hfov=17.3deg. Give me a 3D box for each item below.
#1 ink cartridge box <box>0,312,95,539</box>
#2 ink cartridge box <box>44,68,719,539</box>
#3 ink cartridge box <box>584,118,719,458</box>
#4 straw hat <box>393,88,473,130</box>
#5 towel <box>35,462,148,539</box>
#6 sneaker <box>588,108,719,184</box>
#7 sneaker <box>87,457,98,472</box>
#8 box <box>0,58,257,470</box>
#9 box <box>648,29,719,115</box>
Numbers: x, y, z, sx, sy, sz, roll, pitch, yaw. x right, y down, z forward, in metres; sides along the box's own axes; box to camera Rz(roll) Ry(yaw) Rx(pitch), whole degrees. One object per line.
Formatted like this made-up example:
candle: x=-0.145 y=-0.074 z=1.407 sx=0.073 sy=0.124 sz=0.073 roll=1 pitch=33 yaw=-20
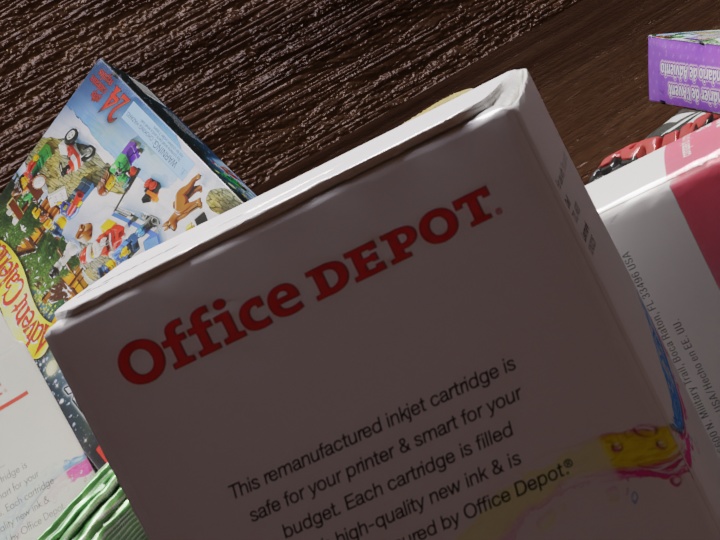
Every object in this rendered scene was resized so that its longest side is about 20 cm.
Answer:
ink cartridge box: x=-0.183 y=0.111 z=1.083 sx=0.116 sy=0.201 sz=0.067 roll=-30 pitch=8 yaw=-23
ink cartridge box: x=0.025 y=0.064 z=0.669 sx=0.144 sy=0.201 sz=0.084 roll=-25 pitch=8 yaw=13
ink cartridge box: x=0.080 y=0.051 z=0.759 sx=0.199 sy=0.147 sz=0.083 roll=-26 pitch=7 yaw=13
straw hat: x=0.000 y=0.000 z=1.203 sx=0.201 sy=0.085 sz=0.201 roll=-36 pitch=8 yaw=6
towel: x=-0.082 y=0.100 z=0.996 sx=0.200 sy=0.023 sz=0.153 roll=-52 pitch=-18 yaw=-30
sneaker: x=0.218 y=-0.068 z=1.347 sx=0.098 sy=0.071 sz=0.200 roll=-35 pitch=9 yaw=-32
sneaker: x=-0.144 y=0.114 z=1.182 sx=0.073 sy=0.201 sz=0.071 roll=20 pitch=-5 yaw=-34
box: x=-0.108 y=0.004 z=1.131 sx=0.137 sy=0.038 sz=0.200 roll=-52 pitch=46 yaw=7
box: x=0.266 y=-0.107 z=1.232 sx=0.198 sy=0.039 sz=0.137 roll=-5 pitch=9 yaw=-16
